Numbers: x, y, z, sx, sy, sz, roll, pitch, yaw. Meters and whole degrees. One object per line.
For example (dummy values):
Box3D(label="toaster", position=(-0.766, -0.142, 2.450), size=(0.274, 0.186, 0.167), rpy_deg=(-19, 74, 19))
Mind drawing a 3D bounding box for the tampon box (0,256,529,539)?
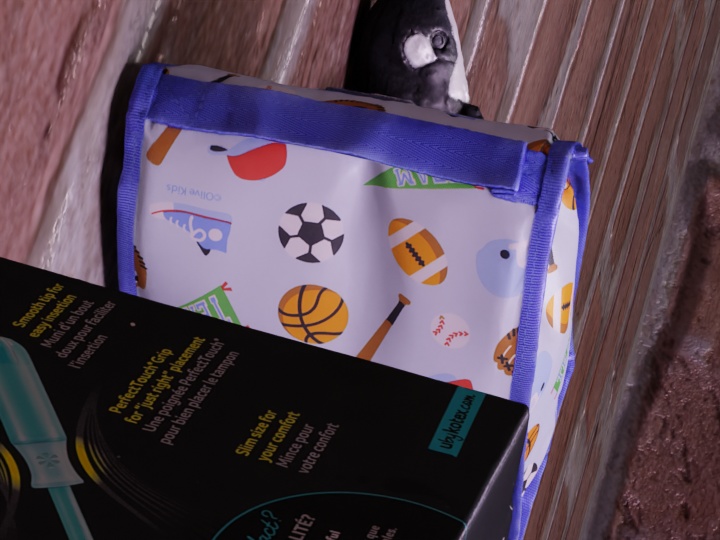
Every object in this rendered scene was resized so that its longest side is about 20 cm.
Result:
Box3D(label="tampon box", position=(-0.077, 0.093, 0.650), size=(0.150, 0.199, 0.127), rpy_deg=(-54, 155, -59))

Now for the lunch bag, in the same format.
Box3D(label="lunch bag", position=(0.000, 0.000, 0.988), size=(0.200, 0.169, 0.124), rpy_deg=(85, 19, -56))

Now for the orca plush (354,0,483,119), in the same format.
Box3D(label="orca plush", position=(0.006, -0.047, 1.297), size=(0.105, 0.071, 0.201), rpy_deg=(54, -34, 41))
